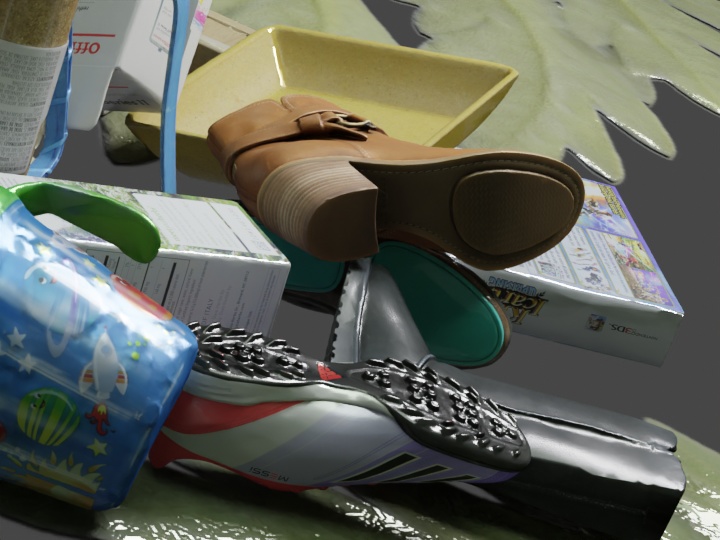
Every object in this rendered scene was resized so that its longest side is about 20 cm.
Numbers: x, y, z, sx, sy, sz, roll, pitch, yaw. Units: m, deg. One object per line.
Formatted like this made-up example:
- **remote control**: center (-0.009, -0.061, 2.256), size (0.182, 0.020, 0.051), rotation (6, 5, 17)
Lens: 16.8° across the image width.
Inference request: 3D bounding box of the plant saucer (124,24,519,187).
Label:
- **plant saucer**: center (-0.022, -0.096, 1.614), size (0.199, 0.049, 0.200), rotation (12, 29, 25)

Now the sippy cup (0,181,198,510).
- **sippy cup**: center (-0.152, 0.045, 1.156), size (0.130, 0.178, 0.140), rotation (27, -3, -1)

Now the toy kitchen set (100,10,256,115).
- **toy kitchen set**: center (-0.162, -0.222, 1.688), size (0.199, 0.181, 0.163), rotation (25, 24, 10)

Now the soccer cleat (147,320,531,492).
- **soccer cleat**: center (-0.012, 0.084, 1.251), size (0.199, 0.073, 0.068), rotation (14, 25, -15)

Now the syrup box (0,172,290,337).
- **syrup box**: center (-0.147, 0.004, 1.312), size (0.199, 0.082, 0.079), rotation (5, 25, -31)

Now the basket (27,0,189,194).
- **basket**: center (-0.197, -0.117, 1.427), size (0.199, 0.177, 0.139), rotation (18, 29, 18)

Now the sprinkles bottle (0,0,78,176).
- **sprinkles bottle**: center (-0.202, -0.089, 1.322), size (0.068, 0.201, 0.068), rotation (17, 23, -7)

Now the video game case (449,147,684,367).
- **video game case**: center (0.102, -0.017, 1.616), size (0.181, 0.046, 0.200), rotation (12, 24, -14)

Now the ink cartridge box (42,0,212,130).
- **ink cartridge box**: center (-0.163, -0.168, 1.578), size (0.117, 0.201, 0.067), rotation (5, -21, 36)

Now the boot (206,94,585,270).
- **boot**: center (0.017, -0.056, 1.449), size (0.199, 0.077, 0.155), rotation (-10, 27, -24)

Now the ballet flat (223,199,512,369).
- **ballet flat**: center (0.000, 0.000, 1.470), size (0.199, 0.068, 0.068), rotation (22, 12, 5)

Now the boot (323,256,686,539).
- **boot**: center (0.078, 0.071, 1.357), size (0.199, 0.066, 0.165), rotation (13, 35, -3)
